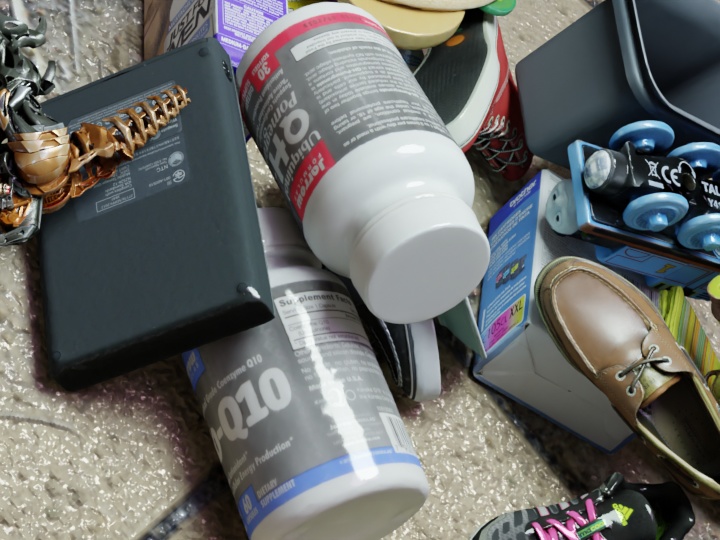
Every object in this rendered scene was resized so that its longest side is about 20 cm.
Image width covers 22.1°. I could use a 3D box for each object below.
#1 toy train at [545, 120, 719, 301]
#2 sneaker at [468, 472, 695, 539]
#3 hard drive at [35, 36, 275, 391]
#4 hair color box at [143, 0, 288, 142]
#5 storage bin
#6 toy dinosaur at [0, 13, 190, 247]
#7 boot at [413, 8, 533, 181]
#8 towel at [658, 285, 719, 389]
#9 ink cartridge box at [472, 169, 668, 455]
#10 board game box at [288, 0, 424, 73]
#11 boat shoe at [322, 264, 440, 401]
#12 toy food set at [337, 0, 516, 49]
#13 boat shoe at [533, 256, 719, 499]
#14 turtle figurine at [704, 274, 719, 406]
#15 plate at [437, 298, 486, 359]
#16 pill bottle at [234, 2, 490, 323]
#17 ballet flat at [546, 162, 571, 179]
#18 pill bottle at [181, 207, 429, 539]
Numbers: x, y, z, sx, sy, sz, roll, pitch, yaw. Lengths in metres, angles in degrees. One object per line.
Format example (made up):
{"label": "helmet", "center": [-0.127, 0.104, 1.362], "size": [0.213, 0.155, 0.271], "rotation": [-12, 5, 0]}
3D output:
{"label": "toy train", "center": [0.224, -0.041, 1.340], "size": [0.199, 0.114, 0.087], "rotation": [13, 58, -34]}
{"label": "sneaker", "center": [0.151, 0.178, 1.231], "size": [0.199, 0.087, 0.074], "rotation": [-4, 60, -43]}
{"label": "hard drive", "center": [-0.133, -0.037, 1.129], "size": [0.033, 0.139, 0.201], "rotation": [53, 21, -54]}
{"label": "hair color box", "center": [-0.103, -0.178, 1.289], "size": [0.065, 0.109, 0.201], "rotation": [20, 46, -26]}
{"label": "storage bin", "center": [0.216, -0.138, 1.405], "size": [0.200, 0.134, 0.146], "rotation": [18, 56, -44]}
{"label": "toy dinosaur", "center": [-0.207, -0.074, 1.110], "size": [0.199, 0.102, 0.136], "rotation": [-6, 58, -33]}
{"label": "boot", "center": [0.094, -0.107, 1.403], "size": [0.200, 0.072, 0.145], "rotation": [-73, 143, -54]}
{"label": "towel", "center": [0.262, 0.110, 1.374], "size": [0.200, 0.018, 0.086], "rotation": [58, 35, -32]}
{"label": "ink cartridge box", "center": [0.164, 0.018, 1.385], "size": [0.136, 0.076, 0.201], "rotation": [31, 43, -19]}
{"label": "board game box", "center": [-0.040, -0.231, 1.439], "size": [0.150, 0.047, 0.201], "rotation": [9, 52, -37]}
{"label": "boat shoe", "center": [0.000, 0.000, 1.269], "size": [0.067, 0.072, 0.201], "rotation": [-16, 81, -11]}
{"label": "toy food set", "center": [0.028, -0.249, 1.405], "size": [0.200, 0.049, 0.198], "rotation": [40, 41, 23]}
{"label": "boat shoe", "center": [0.198, 0.070, 1.255], "size": [0.200, 0.072, 0.068], "rotation": [48, 0, -6]}
{"label": "turtle figurine", "center": [0.279, 0.077, 1.329], "size": [0.200, 0.064, 0.162], "rotation": [-78, 160, -46]}
{"label": "plate", "center": [0.044, -0.029, 1.281], "size": [0.200, 0.025, 0.201], "rotation": [-20, 90, -89]}
{"label": "pill bottle", "center": [0.003, -0.065, 1.137], "size": [0.110, 0.111, 0.200], "rotation": [8, 38, -37]}
{"label": "ballet flat", "center": [0.199, -0.108, 1.535], "size": [0.067, 0.068, 0.200], "rotation": [21, 34, 15]}
{"label": "pill bottle", "center": [-0.044, 0.069, 1.130], "size": [0.113, 0.114, 0.201], "rotation": [0, 57, -41]}
